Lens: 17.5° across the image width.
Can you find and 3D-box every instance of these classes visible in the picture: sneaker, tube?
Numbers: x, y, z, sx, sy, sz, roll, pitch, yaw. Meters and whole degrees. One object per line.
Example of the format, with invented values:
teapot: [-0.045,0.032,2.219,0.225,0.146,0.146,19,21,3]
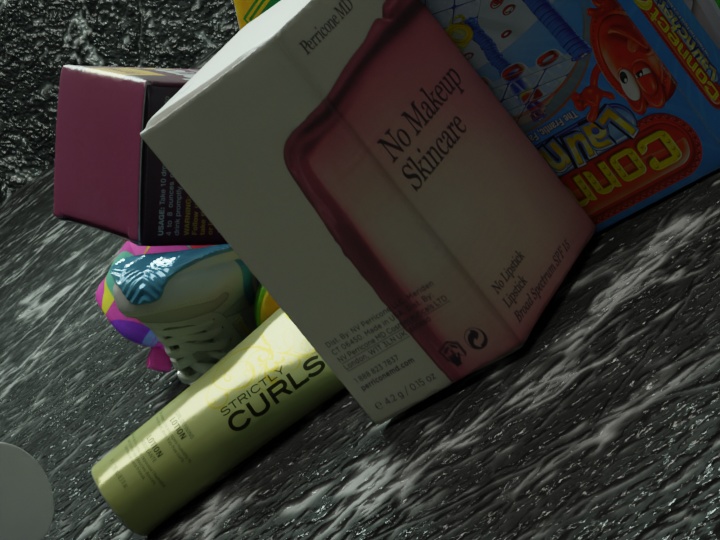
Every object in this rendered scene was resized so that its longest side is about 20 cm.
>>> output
sneaker: [-0.093,0.027,1.425,0.076,0.081,0.200,-6,-5,16]
tube: [-0.064,0.071,1.343,0.200,0.058,0.052,-38,10,4]

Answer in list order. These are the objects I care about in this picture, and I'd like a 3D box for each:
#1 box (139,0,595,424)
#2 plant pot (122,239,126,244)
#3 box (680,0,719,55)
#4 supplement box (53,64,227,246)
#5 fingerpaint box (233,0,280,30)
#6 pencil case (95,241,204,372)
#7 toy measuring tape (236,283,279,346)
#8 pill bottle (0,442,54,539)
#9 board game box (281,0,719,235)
box: [0.008,-0.046,1.208,0.109,0.200,0.128,-31,13,37]
plant pot: [-0.105,-0.083,1.864,0.199,0.188,0.187,-27,10,-3]
box: [0.193,-0.169,1.321,0.176,0.097,0.200,-29,3,40]
supplement box: [-0.079,-0.074,1.494,0.199,0.104,0.131,-2,10,-32]
fingerpaint box: [0.037,-0.197,1.594,0.199,0.074,0.167,-21,18,-27]
pencil case: [-0.109,-0.029,1.677,0.200,0.088,0.088,-57,4,20]
toy measuring tape: [0.000,0.000,1.396,0.200,0.074,0.074,-39,11,1]
pill bottle: [-0.278,0.172,1.484,0.200,0.111,0.111,-30,14,42]
board game box: [0.077,-0.108,1.250,0.200,0.196,0.056,-30,14,40]
